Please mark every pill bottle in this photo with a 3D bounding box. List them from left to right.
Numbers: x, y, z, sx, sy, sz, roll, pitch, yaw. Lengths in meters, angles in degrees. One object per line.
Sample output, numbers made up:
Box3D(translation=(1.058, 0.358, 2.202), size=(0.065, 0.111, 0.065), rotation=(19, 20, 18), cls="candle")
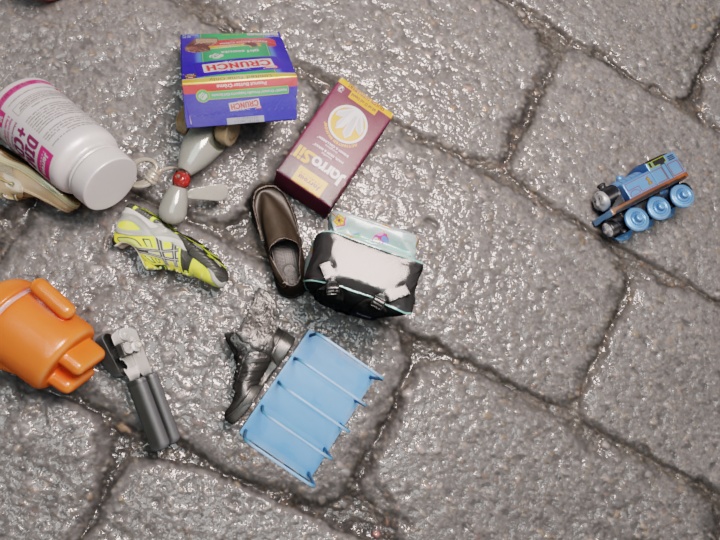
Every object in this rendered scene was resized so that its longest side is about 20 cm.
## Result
Box3D(translation=(-0.442, -0.188, 0.871), size=(0.200, 0.113, 0.113), rotation=(39, 77, 11), cls="pill bottle")

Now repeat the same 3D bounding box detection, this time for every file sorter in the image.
Box3D(translation=(-0.075, 0.211, 0.902), size=(0.139, 0.123, 0.200), rotation=(35, 78, -4), cls="file sorter")

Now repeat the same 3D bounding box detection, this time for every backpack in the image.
Box3D(translation=(0.000, 0.000, 0.910), size=(0.175, 0.200, 0.154), rotation=(15, 74, -4), cls="backpack")

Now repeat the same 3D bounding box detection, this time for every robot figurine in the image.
Box3D(translation=(-0.479, 0.093, 0.845), size=(0.200, 0.144, 0.117), rotation=(38, 57, -2), cls="robot figurine")

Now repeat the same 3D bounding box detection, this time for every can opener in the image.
Box3D(translation=(-0.342, 0.183, 0.899), size=(0.066, 0.053, 0.201), rotation=(-28, 86, 21), cls="can opener")

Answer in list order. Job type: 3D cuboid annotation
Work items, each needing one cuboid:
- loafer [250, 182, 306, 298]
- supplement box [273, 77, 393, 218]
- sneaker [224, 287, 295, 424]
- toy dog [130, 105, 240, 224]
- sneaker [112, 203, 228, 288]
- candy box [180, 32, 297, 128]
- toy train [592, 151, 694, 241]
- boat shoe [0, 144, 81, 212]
Box3D(translation=(-0.127, -0.055, 0.955), size=(0.073, 0.071, 0.201), rotation=(-19, 86, -13), cls="loafer")
Box3D(translation=(-0.047, -0.205, 0.984), size=(0.110, 0.086, 0.200), rotation=(33, 78, -5), cls="supplement box")
Box3D(translation=(-0.182, 0.134, 0.927), size=(0.104, 0.060, 0.200), rotation=(37, 72, -5), cls="sneaker")
Box3D(translation=(-0.266, -0.172, 0.942), size=(0.132, 0.096, 0.200), rotation=(41, 90, 12), cls="toy dog")
Box3D(translation=(-0.301, -0.025, 0.925), size=(0.200, 0.075, 0.077), rotation=(33, 89, 4), cls="sneaker")
Box3D(translation=(-0.197, -0.308, 0.919), size=(0.168, 0.077, 0.200), rotation=(-7, 43, -12), cls="candy box")
Box3D(translation=(0.526, -0.136, 1.089), size=(0.199, 0.087, 0.115), rotation=(-26, 78, -11), cls="toy train")
Box3D(translation=(-0.531, -0.139, 0.894), size=(0.200, 0.072, 0.065), rotation=(32, 90, -5), cls="boat shoe")
